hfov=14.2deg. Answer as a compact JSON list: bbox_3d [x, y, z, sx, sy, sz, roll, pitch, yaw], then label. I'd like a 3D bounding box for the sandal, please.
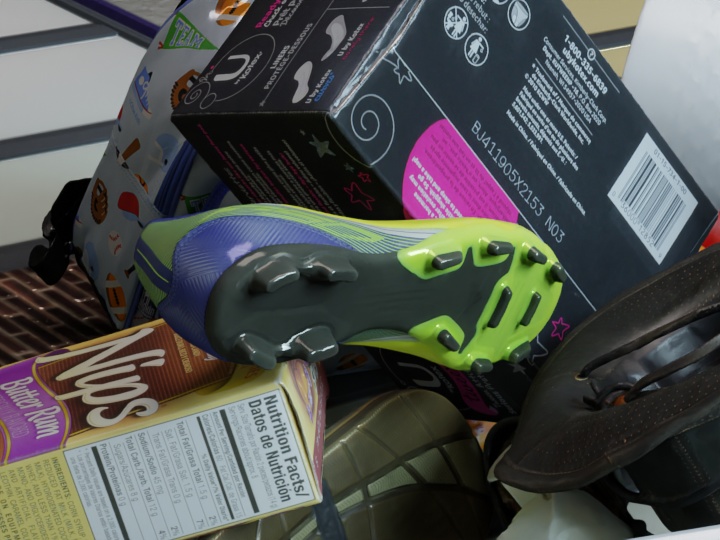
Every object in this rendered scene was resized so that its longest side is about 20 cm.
[{"bbox_3d":[-0.018,0.103,1.174,0.054,0.081,0.200,-5,15,43],"label":"sandal"}]

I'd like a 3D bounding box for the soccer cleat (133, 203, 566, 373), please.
[{"bbox_3d":[0.000,-0.001,1.116,0.199,0.065,0.084,0,25,-45],"label":"soccer cleat"}]

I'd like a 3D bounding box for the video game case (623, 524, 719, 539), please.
[{"bbox_3d":[0.076,0.170,0.939,0.199,0.023,0.183,-8,48,-6],"label":"video game case"}]

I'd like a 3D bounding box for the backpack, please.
[{"bbox_3d":[-0.034,-0.045,1.368,0.199,0.191,0.154,-10,41,-32],"label":"backpack"}]

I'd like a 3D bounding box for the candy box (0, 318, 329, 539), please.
[{"bbox_3d":[-0.114,0.072,1.142,0.199,0.057,0.117,-15,18,5],"label":"candy box"}]

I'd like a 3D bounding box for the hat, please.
[{"bbox_3d":[0.149,0.048,1.102,0.200,0.081,0.201,-34,10,7],"label":"hat"}]

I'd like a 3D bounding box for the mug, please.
[{"bbox_3d":[0.227,-0.062,1.550,0.174,0.148,0.201,15,49,13],"label":"mug"}]

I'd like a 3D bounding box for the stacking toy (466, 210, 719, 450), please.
[{"bbox_3d":[0.120,0.043,1.328,0.199,0.110,0.116,-16,21,-9],"label":"stacking toy"}]

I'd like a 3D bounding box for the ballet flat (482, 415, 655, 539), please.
[{"bbox_3d":[0.081,0.112,1.155,0.068,0.068,0.200,42,6,-18],"label":"ballet flat"}]

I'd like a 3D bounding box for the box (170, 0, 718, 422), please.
[{"bbox_3d":[0.039,-0.046,1.242,0.114,0.200,0.132,3,51,49],"label":"box"}]
